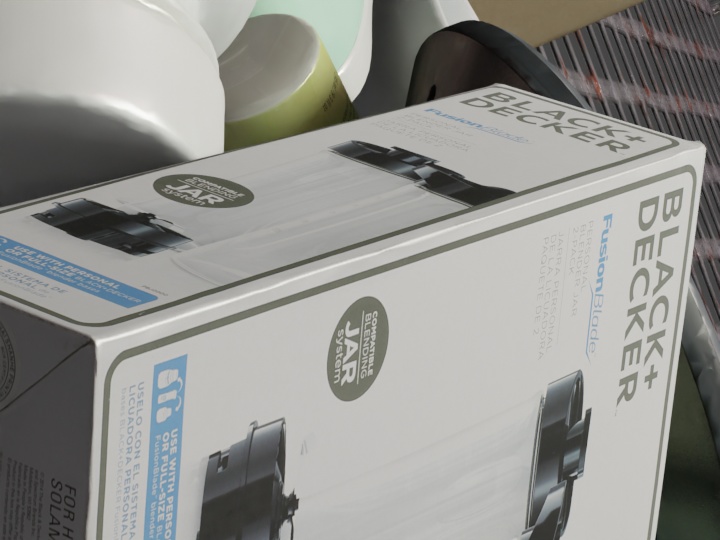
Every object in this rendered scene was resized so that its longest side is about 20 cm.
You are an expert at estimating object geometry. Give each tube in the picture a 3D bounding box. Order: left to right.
[{"bbox_3d":[0.000,0.000,0.886,0.052,0.058,0.200,35,-21,46],"label":"tube"}]

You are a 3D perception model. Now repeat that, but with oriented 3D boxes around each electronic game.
[{"bbox_3d":[0.067,0.015,0.817,0.200,0.041,0.200,59,-15,26],"label":"electronic game"}]

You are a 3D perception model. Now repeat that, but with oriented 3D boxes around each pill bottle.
[{"bbox_3d":[-0.078,-0.096,0.586,0.114,0.114,0.201,49,31,-53],"label":"pill bottle"}]

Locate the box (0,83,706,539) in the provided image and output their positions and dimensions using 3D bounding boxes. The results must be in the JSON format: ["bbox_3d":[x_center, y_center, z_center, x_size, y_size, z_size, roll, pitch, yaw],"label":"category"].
[{"bbox_3d":[-0.010,0.036,0.524,0.200,0.060,0.117,-17,118,-51],"label":"box"}]

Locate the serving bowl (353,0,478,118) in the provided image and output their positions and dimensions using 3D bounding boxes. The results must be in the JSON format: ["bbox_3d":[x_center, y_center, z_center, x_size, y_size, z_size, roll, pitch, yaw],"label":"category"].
[{"bbox_3d":[0.041,-0.027,1.016,0.201,0.066,0.200,62,8,-16],"label":"serving bowl"}]

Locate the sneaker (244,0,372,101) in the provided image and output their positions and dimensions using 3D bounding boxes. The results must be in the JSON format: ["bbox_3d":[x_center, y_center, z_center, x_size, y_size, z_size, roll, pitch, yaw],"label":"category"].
[{"bbox_3d":[-0.034,-0.157,0.913,0.201,0.073,0.118,-92,163,-46],"label":"sneaker"}]

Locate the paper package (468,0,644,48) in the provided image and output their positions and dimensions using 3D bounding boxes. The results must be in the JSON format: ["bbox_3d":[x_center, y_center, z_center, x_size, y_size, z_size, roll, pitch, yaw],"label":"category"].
[{"bbox_3d":[0.098,-0.222,1.249,0.191,0.199,0.104,60,16,-30],"label":"paper package"}]
